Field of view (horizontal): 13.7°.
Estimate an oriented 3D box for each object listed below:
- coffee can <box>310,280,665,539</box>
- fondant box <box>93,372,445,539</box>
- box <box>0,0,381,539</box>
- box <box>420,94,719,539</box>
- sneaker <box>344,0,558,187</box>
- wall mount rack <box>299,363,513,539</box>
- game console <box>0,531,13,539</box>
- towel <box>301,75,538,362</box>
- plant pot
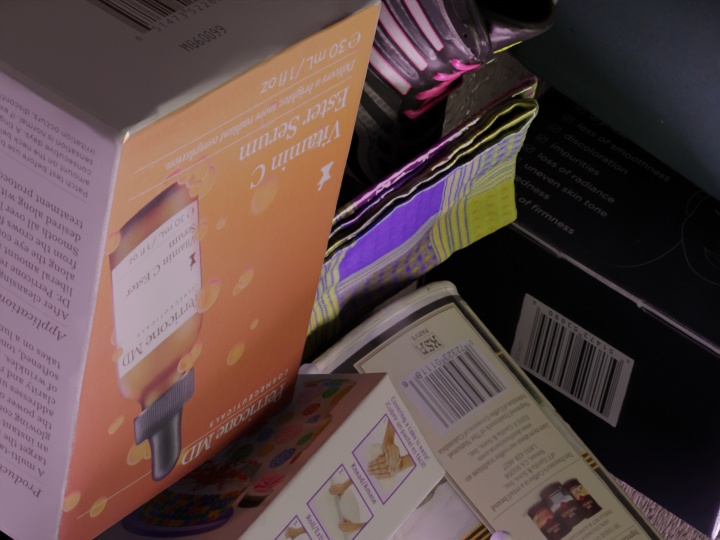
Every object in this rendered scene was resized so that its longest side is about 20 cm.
[{"bbox_3d":[0.051,0.126,1.425,0.146,0.200,0.146,-38,168,-10],"label":"coffee can"},{"bbox_3d":[-0.079,0.124,1.208,0.200,0.144,0.058,-48,118,-32],"label":"fondant box"},{"bbox_3d":[-0.093,-0.020,1.127,0.152,0.106,0.200,-34,146,-45],"label":"box"},{"bbox_3d":[0.167,0.000,1.552,0.197,0.200,0.124,-38,151,-39],"label":"box"},{"bbox_3d":[0.039,-0.107,1.308,0.074,0.087,0.200,-34,147,-44],"label":"sneaker"},{"bbox_3d":[-0.018,0.147,1.343,0.174,0.200,0.075,-54,163,11],"label":"wall mount rack"},{"bbox_3d":[-0.212,0.177,1.231,0.200,0.031,0.177,-38,153,-39],"label":"game console"},{"bbox_3d":[0.000,0.000,1.357,0.200,0.023,0.144,-36,164,-17],"label":"towel"},{"bbox_3d":[0.191,-0.120,1.457,0.200,0.196,0.200,-45,153,-31],"label":"plant pot"}]
